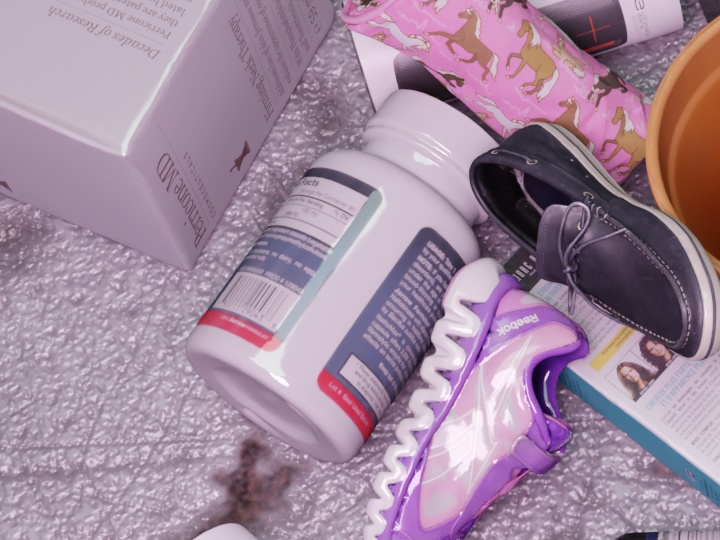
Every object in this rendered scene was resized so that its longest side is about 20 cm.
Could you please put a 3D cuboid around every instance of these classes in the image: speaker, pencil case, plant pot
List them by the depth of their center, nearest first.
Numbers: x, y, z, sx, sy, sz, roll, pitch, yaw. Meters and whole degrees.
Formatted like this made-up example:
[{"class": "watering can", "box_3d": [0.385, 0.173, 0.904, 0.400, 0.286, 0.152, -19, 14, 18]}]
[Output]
[{"class": "plant pot", "box_3d": [0.265, -0.043, 1.489, 0.200, 0.140, 0.200, -4, 64, 8]}, {"class": "pencil case", "box_3d": [0.084, -0.119, 1.533, 0.083, 0.200, 0.087, -44, 25, 22]}, {"class": "speaker", "box_3d": [0.094, -0.157, 1.610, 0.200, 0.081, 0.081, -17, 63, 2]}]

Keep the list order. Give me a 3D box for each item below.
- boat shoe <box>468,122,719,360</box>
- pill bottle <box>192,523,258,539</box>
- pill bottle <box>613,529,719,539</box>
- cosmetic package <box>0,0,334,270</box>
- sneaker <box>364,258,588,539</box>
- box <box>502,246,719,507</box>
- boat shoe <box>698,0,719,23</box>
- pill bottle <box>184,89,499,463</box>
[{"class": "boat shoe", "box_3d": [0.128, -0.013, 1.439, 0.062, 0.075, 0.200, -16, 42, -27]}, {"class": "pill bottle", "box_3d": [-0.028, 0.234, 1.429, 0.113, 0.113, 0.200, -43, 64, -11]}, {"class": "pill bottle", "box_3d": [0.188, 0.194, 1.407, 0.200, 0.112, 0.112, -4, 64, 9]}, {"class": "cosmetic package", "box_3d": [-0.143, -0.142, 1.599, 0.166, 0.167, 0.200, 23, 72, 19]}, {"class": "sneaker", "box_3d": [0.068, 0.099, 1.464, 0.088, 0.080, 0.200, 20, 89, 16]}, {"class": "box", "box_3d": [0.168, 0.051, 1.513, 0.200, 0.049, 0.082, 39, 77, 24]}, {"class": "boat shoe", "box_3d": [0.224, -0.208, 1.571, 0.065, 0.074, 0.202, -25, 100, -6]}, {"class": "pill bottle", "box_3d": [0.000, 0.000, 1.531, 0.119, 0.120, 0.200, 29, 73, 22]}]
